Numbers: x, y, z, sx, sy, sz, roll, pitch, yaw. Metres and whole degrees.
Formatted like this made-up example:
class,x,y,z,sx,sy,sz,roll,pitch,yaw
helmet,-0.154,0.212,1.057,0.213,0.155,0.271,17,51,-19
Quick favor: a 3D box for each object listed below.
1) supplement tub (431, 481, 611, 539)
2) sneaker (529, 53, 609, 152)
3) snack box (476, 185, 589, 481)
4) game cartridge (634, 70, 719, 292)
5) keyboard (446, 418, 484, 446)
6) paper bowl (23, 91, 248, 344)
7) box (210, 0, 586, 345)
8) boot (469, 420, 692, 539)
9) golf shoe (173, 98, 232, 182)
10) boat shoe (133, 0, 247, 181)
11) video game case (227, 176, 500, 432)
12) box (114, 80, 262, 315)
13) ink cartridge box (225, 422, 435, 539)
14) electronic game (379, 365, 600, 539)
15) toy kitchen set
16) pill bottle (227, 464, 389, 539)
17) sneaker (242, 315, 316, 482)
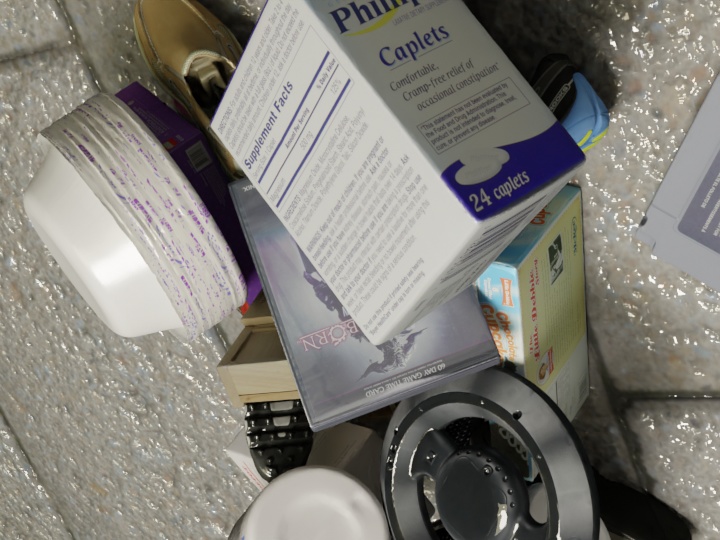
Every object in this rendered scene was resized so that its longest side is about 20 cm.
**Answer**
class,x,y,z,sx,sy,sz,roll,pitch,yaw
supplement tub,0.097,0.254,1.156,0.200,0.123,0.123,-29,103,37
sneaker,0.099,-0.097,1.052,0.199,0.071,0.083,-31,79,48
snack box,0.134,0.047,1.090,0.037,0.116,0.201,12,128,28
game cartridge,0.279,-0.063,0.961,0.133,0.041,0.200,34,136,15
keyboard,0.079,0.123,1.172,0.040,0.104,0.200,57,156,27
paper bowl,-0.184,-0.029,1.112,0.201,0.104,0.201,49,165,18
box,0.017,-0.085,0.930,0.200,0.105,0.184,53,148,10
boot,0.164,0.232,1.233,0.203,0.074,0.154,29,129,9
golf shoe,-0.068,-0.087,1.174,0.200,0.075,0.092,35,145,19
boat shoe,-0.118,-0.155,1.109,0.200,0.072,0.076,52,176,20
video game case,0.000,0.000,1.035,0.019,0.142,0.201,71,178,-68
box,-0.132,-0.050,1.191,0.137,0.039,0.200,39,160,52
ink cartridge box,-0.041,0.187,1.305,0.200,0.067,0.116,8,142,51
electronic game,0.091,0.168,1.055,0.200,0.042,0.201,6,98,43
toy kitchen set,0.022,0.081,1.138,0.163,0.200,0.181,-7,118,26
pill bottle,-0.051,0.233,1.174,0.114,0.114,0.200,41,158,3
sneaker,-0.069,0.110,1.256,0.066,0.201,0.091,-5,141,-3
